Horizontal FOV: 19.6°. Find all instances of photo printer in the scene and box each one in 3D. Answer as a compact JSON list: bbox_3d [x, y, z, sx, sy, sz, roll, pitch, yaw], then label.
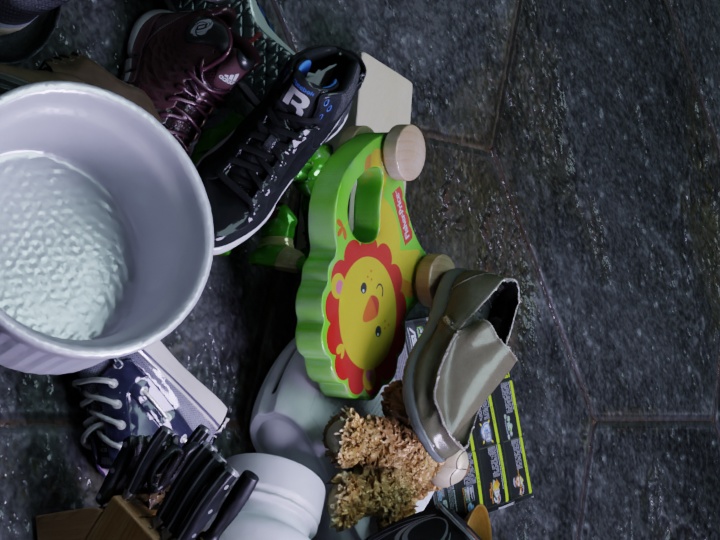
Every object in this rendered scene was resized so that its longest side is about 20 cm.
[{"bbox_3d":[-0.017,0.149,1.808,0.200,0.069,0.166,64,35,-23],"label":"photo printer"}]

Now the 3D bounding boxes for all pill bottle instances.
[{"bbox_3d":[-0.090,0.250,1.621,0.114,0.114,0.200,47,44,-40],"label":"pill bottle"}]

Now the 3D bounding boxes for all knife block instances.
[{"bbox_3d":[-0.145,0.213,1.488,0.064,0.176,0.200,7,76,-56],"label":"knife block"}]

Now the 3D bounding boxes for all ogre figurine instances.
[{"bbox_3d":[-0.086,-0.066,1.746,0.200,0.098,0.120,13,82,-23],"label":"ogre figurine"}]

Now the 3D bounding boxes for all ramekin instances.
[{"bbox_3d":[-0.213,-0.023,1.463,0.200,0.098,0.201,11,67,-27],"label":"ramekin"}]

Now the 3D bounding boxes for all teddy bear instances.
[{"bbox_3d":[0.032,0.162,1.742,0.200,0.067,0.145,30,62,-55],"label":"teddy bear"}]

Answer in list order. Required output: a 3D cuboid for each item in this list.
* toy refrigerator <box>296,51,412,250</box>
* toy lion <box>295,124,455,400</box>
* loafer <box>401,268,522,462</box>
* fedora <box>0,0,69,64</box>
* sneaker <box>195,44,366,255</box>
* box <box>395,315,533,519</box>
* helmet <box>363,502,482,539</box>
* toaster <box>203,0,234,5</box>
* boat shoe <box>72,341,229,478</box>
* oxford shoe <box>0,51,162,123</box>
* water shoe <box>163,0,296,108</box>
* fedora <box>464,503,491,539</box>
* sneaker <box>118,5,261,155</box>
[{"bbox_3d":[-0.007,-0.089,1.897,0.076,0.070,0.200,27,58,-44],"label":"toy refrigerator"},{"bbox_3d":[0.000,0.000,1.747,0.192,0.069,0.200,-44,128,-48],"label":"toy lion"},{"bbox_3d":[0.089,0.071,1.734,0.075,0.070,0.200,53,38,-37],"label":"loafer"},{"bbox_3d":[-0.258,-0.252,1.521,0.201,0.092,0.201,22,63,-53],"label":"fedora"},{"bbox_3d":[-0.072,-0.108,1.642,0.073,0.112,0.200,37,62,5],"label":"sneaker"},{"bbox_3d":[0.090,0.139,2.003,0.193,0.048,0.200,-9,88,-60],"label":"box"},{"bbox_3d":[0.048,0.302,1.652,0.191,0.200,0.200,-44,131,-1],"label":"helmet"},{"bbox_3d":[-0.143,-0.318,1.674,0.129,0.114,0.200,11,71,-23],"label":"toaster"},{"bbox_3d":[-0.185,0.095,1.561,0.200,0.075,0.093,43,59,-31],"label":"boat shoe"},{"bbox_3d":[-0.233,-0.126,1.556,0.200,0.073,0.084,18,47,-46],"label":"oxford shoe"},{"bbox_3d":[-0.113,-0.202,1.775,0.071,0.079,0.200,-36,96,-10],"label":"water shoe"},{"bbox_3d":[0.124,0.311,1.914,0.201,0.082,0.201,8,90,-76],"label":"fedora"},{"bbox_3d":[-0.140,-0.133,1.653,0.076,0.115,0.200,39,50,-46],"label":"sneaker"}]
